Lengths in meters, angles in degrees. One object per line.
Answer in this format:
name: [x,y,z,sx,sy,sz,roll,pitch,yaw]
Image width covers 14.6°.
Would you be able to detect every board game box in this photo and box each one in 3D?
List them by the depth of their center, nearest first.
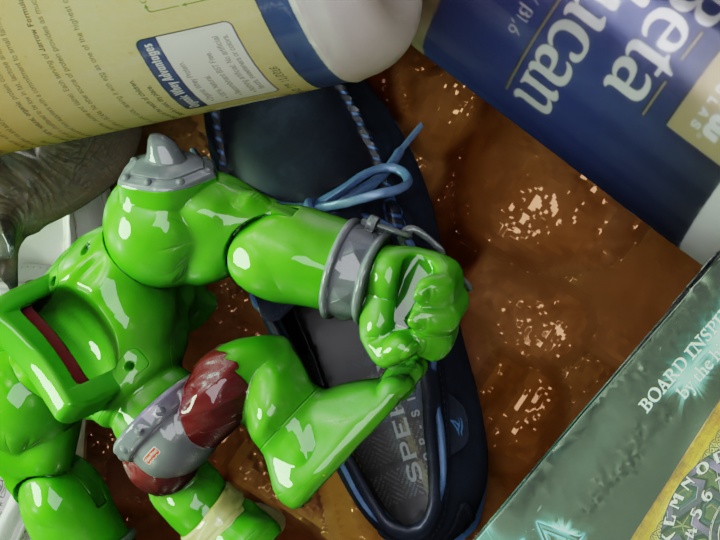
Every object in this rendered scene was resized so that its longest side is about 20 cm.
board game box: [0.109,0.101,0.896,0.135,0.028,0.200,47,111,22]

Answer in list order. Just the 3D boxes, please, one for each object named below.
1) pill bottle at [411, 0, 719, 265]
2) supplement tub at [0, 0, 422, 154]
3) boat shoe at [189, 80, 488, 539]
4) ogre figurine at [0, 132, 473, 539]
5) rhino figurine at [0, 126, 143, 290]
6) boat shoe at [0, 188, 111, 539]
pill bottle: [0.115,-0.070,0.945,0.200,0.111,0.111,37,96,8]
supplement tub: [-0.092,-0.113,0.877,0.199,0.144,0.145,-11,88,14]
boat shoe: [0.000,0.000,0.987,0.084,0.069,0.201,-28,85,9]
ogre figurine: [-0.060,0.037,0.932,0.120,0.098,0.200,43,140,2]
rhino figurine: [-0.112,-0.069,0.985,0.087,0.060,0.200,30,70,-1]
boat shoe: [-0.130,0.028,1.010,0.071,0.069,0.201,0,87,14]
